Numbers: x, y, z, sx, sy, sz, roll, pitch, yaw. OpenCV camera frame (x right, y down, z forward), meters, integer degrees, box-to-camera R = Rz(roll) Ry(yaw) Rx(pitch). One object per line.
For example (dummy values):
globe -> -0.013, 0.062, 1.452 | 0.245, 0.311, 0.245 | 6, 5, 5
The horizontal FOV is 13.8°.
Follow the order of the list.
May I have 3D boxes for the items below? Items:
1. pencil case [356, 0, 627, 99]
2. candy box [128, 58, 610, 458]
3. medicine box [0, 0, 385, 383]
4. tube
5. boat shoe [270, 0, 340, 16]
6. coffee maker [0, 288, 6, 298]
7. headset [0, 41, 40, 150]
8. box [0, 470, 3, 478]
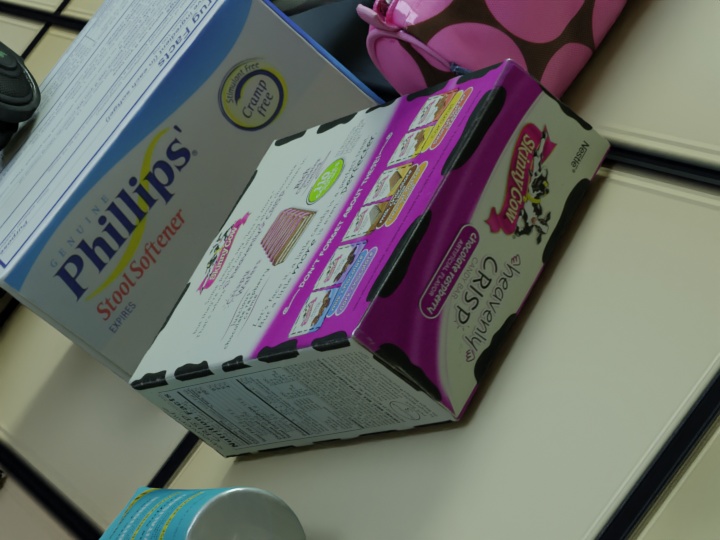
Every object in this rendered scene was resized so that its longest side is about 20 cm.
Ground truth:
pencil case -> 0.085, -0.151, 1.245 | 0.200, 0.094, 0.091 | -55, 20, -13
candy box -> 0.000, 0.000, 1.212 | 0.200, 0.061, 0.137 | -13, 43, 60
medicine box -> -0.103, -0.054, 1.472 | 0.182, 0.103, 0.200 | -52, 20, -1
tube -> -0.080, 0.117, 1.214 | 0.078, 0.050, 0.200 | -50, 13, -20
boat shoe -> 0.010, -0.163, 1.467 | 0.200, 0.068, 0.075 | -22, 43, 53
coffee maker -> -0.266, -0.004, 1.658 | 0.192, 0.135, 0.200 | -34, 16, 46
headset -> -0.225, -0.076, 1.487 | 0.124, 0.094, 0.200 | -54, 7, -7
box -> -0.281, 0.169, 1.555 | 0.200, 0.049, 0.160 | -19, 35, 57
